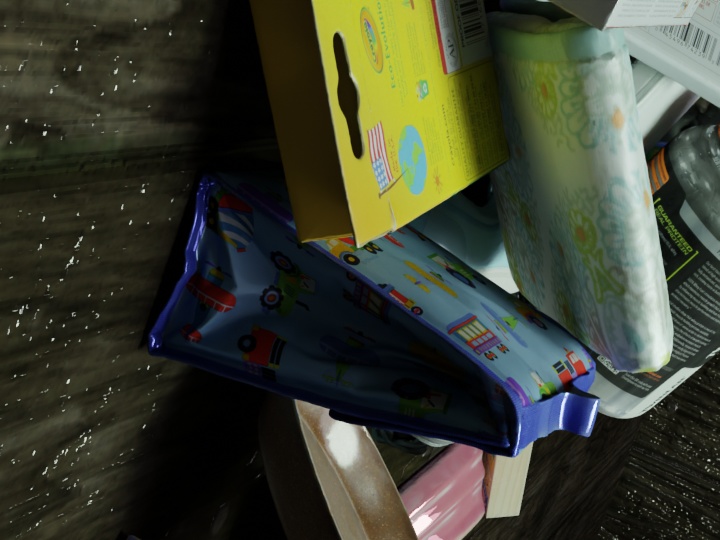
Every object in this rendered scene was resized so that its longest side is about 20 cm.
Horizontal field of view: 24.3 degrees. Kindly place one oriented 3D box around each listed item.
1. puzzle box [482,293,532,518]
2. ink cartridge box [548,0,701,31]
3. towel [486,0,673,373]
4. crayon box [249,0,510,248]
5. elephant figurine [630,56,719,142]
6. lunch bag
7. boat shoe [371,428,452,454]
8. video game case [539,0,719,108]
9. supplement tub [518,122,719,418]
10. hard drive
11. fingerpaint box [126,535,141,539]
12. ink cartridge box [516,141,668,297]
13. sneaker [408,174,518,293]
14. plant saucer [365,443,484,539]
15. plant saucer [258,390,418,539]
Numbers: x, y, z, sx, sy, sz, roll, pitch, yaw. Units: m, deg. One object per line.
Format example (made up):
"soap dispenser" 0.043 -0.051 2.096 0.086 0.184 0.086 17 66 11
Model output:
"puzzle box" 0.087 0.051 1.158 0.134 0.025 0.201 92 -8 -50
"ink cartridge box" 0.082 -0.190 0.777 0.084 0.175 0.200 -61 165 18
"towel" 0.107 -0.053 0.874 0.200 0.048 0.173 -132 -154 -74
"crayon box" 0.007 -0.091 0.772 0.200 0.050 0.128 -31 113 -64
"elephant figurine" 0.222 -0.114 1.220 0.155 0.140 0.201 73 7 -59
"lunch bag" 0.025 0.027 0.808 0.150 0.199 0.095 -12 123 -70
"boat shoe" 0.040 0.084 1.092 0.201 0.070 0.072 -92 -153 -76
"video game case" 0.168 -0.213 0.959 0.022 0.199 0.183 -19 -133 65
"supplement tub" 0.207 -0.007 1.079 0.200 0.123 0.122 -45 176 30
"hard drive" 0.186 -0.112 1.042 0.200 0.026 0.132 -45 166 -17
"fingerpaint box" -0.040 0.234 0.877 0.074 0.199 0.167 -58 162 -16
"ink cartridge box" 0.151 -0.010 1.198 0.042 0.118 0.201 -62 159 -50
"sneaker" 0.073 -0.034 1.018 0.083 0.073 0.200 -68 165 15
"plant saucer" 0.009 0.186 1.080 0.200 0.051 0.201 -40 174 -5
"plant saucer" -0.006 0.137 0.888 0.034 0.202 0.200 -24 164 7
